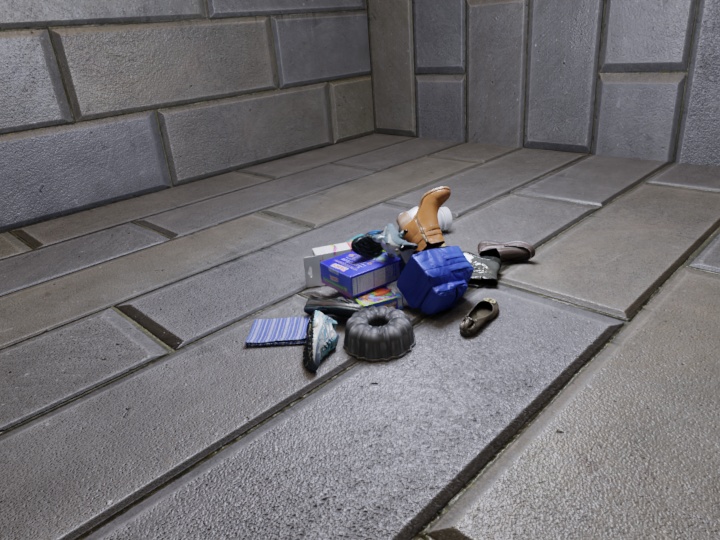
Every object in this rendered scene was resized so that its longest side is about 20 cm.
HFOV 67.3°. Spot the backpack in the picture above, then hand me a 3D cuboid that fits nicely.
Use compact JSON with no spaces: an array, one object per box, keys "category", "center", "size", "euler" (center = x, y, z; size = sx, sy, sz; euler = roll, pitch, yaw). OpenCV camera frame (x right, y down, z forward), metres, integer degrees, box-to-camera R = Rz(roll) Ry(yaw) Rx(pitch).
[{"category":"backpack","center":[0.233,0.029,1.590],"size":[0.198,0.163,0.169],"euler":[-17,64,-34]}]

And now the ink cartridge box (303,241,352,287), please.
[{"category":"ink cartridge box","center":[-0.095,-0.021,1.817],"size":[0.198,0.118,0.068],"euler":[-10,25,-13]}]

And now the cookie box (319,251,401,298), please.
[{"category":"cookie box","center":[0.000,0.000,1.688],"size":[0.198,0.076,0.171],"euler":[-19,27,-32]}]

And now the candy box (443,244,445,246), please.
[{"category":"candy box","center":[0.238,-0.103,1.917],"size":[0.102,0.027,0.201],"euler":[-15,58,-39]}]

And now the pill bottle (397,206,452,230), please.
[{"category":"pill bottle","center":[0.255,-0.189,2.135],"size":[0.198,0.111,0.110],"euler":[-12,25,-16]}]

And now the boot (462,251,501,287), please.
[{"category":"boot","center":[0.354,-0.001,1.755],"size":[0.198,0.068,0.131],"euler":[5,31,24]}]

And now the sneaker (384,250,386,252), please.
[{"category":"sneaker","center":[0.114,-0.069,1.940],"size":[0.082,0.073,0.199],"euler":[16,31,37]}]

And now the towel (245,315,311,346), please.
[{"category":"towel","center":[-0.218,0.167,1.537],"size":[0.197,0.024,0.145],"euler":[-4,23,3]}]

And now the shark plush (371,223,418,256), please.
[{"category":"shark plush","center":[0.105,-0.096,1.597],"size":[0.084,0.091,0.200],"euler":[-50,15,-6]}]

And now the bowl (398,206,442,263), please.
[{"category":"bowl","center":[0.181,-0.078,1.750],"size":[0.074,0.200,0.201],"euler":[-22,65,-15]}]

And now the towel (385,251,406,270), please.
[{"category":"towel","center":[0.160,-0.076,1.904],"size":[0.111,0.049,0.200],"euler":[35,41,0]}]

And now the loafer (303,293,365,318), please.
[{"category":"loafer","center":[-0.075,0.097,1.572],"size":[0.198,0.072,0.064],"euler":[0,63,26]}]

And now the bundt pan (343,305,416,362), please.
[{"category":"bundt pan","center":[0.049,0.157,1.444],"size":[0.199,0.077,0.202],"euler":[-4,23,2]}]

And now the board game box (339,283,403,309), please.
[{"category":"board game box","center":[0.030,0.074,1.667],"size":[0.133,0.045,0.200],"euler":[-13,25,-18]}]

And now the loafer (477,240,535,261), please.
[{"category":"loafer","center":[0.495,-0.056,1.855],"size":[0.198,0.074,0.071],"euler":[2,35,27]}]

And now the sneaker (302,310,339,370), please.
[{"category":"sneaker","center":[-0.096,0.183,1.413],"size":[0.085,0.078,0.201],"euler":[19,35,-12]}]

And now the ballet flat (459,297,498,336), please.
[{"category":"ballet flat","center":[0.332,0.119,1.506],"size":[0.067,0.047,0.199],"euler":[14,30,35]}]

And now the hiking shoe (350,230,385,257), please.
[{"category":"hiking shoe","center":[0.030,-0.085,1.710],"size":[0.086,0.075,0.199],"euler":[7,13,41]}]

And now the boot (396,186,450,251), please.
[{"category":"boot","center":[0.216,-0.145,1.622],"size":[0.199,0.074,0.155],"euler":[-38,53,14]}]

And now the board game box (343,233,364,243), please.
[{"category":"board game box","center":[-0.001,-0.072,1.999],"size":[0.150,0.047,0.199],"euler":[14,30,36]}]
